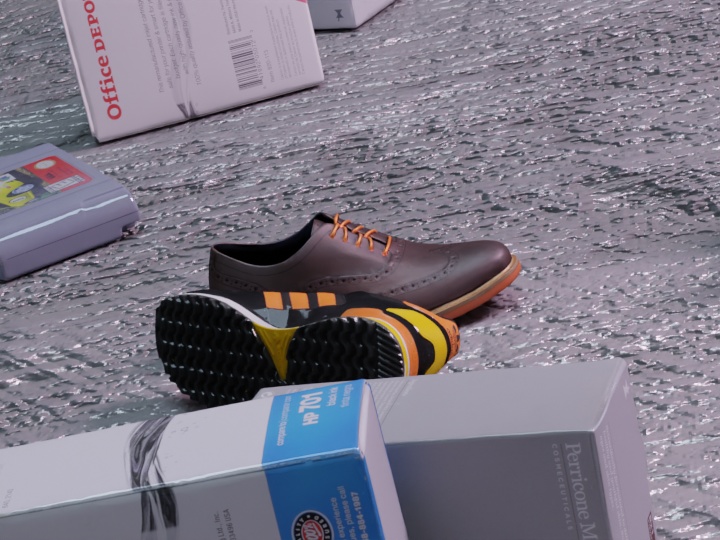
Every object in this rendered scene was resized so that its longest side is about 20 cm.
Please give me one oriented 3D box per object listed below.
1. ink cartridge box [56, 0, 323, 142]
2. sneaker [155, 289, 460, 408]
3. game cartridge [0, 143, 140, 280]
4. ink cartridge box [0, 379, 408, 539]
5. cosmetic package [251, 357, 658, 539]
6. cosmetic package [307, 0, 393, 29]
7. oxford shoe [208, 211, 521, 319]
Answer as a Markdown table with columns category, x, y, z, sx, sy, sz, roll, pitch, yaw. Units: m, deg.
| category | x | y | z | sx | sy | sz | roll | pitch | yaw |
| --- | --- | --- | --- | --- | --- | --- | --- | --- | --- |
| ink cartridge box | -0.145 | -0.207 | 2.151 | 0.199 | 0.148 | 0.083 | -15 | 20 | -6 |
| sneaker | -0.032 | 0.045 | 1.566 | 0.199 | 0.071 | 0.090 | 5 | 12 | 39 |
| game cartridge | -0.261 | -0.045 | 1.966 | 0.132 | 0.041 | 0.200 | -25 | 23 | -19 |
| ink cartridge box | -0.078 | 0.146 | 1.200 | 0.198 | 0.147 | 0.086 | -10 | 22 | 8 |
| cosmetic package | 0.039 | 0.112 | 1.279 | 0.199 | 0.108 | 0.090 | -6 | 21 | 23 |
| cosmetic package | -0.048 | -0.307 | 2.388 | 0.198 | 0.124 | 0.200 | 1 | 26 | 33 |
| oxford shoe | 0.000 | 0.000 | 1.635 | 0.198 | 0.073 | 0.071 | -10 | 20 | 7 |
